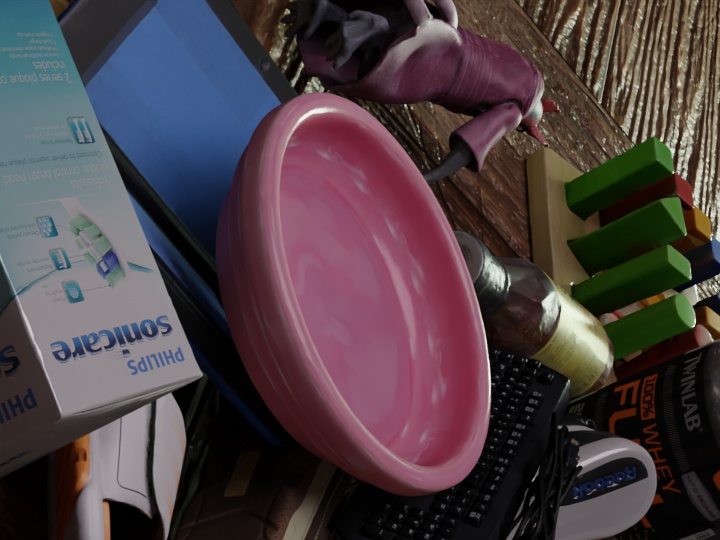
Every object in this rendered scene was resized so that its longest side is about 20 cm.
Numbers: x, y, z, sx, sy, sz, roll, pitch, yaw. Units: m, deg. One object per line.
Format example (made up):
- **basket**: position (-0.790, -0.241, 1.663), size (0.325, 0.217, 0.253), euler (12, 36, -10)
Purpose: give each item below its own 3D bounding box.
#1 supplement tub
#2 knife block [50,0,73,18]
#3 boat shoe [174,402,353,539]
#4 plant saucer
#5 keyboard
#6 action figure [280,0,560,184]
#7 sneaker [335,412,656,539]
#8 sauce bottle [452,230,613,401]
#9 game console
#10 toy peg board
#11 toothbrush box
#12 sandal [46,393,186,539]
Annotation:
- **supplement tub**: position (0.200, 0.115, 1.037), size (0.122, 0.200, 0.123), euler (33, 43, -37)
- **knife block**: position (-0.148, -0.196, 0.924), size (0.064, 0.176, 0.200), euler (37, 86, -32)
- **boat shoe**: position (-0.040, 0.115, 0.847), size (0.202, 0.075, 0.075), euler (-58, 140, -55)
- **plant saucer**: position (-0.006, 0.015, 0.826), size (0.200, 0.051, 0.201), euler (40, 39, -43)
- **keyboard**: position (0.068, 0.090, 0.878), size (0.104, 0.040, 0.200), euler (21, 33, 10)
- **action figure**: position (0.056, -0.137, 1.080), size (0.200, 0.149, 0.134), euler (17, 47, -30)
- **sneaker**: position (0.055, 0.124, 0.958), size (0.200, 0.112, 0.073), euler (-5, 103, -27)
- **sauce bottle**: position (0.097, 0.028, 1.044), size (0.200, 0.066, 0.066), euler (38, 38, -58)
- **game console**: position (-0.069, -0.045, 0.826), size (0.200, 0.118, 0.171), euler (52, 0, -31)
- **toy peg board**: position (0.222, 0.020, 1.228), size (0.199, 0.098, 0.200), euler (32, 44, -37)
- **toothbrush box**: position (-0.172, -0.016, 0.675), size (0.085, 0.146, 0.200), euler (-13, 77, -55)
- **sandal**: position (-0.106, 0.063, 0.758), size (0.059, 0.079, 0.207), euler (4, 59, -18)
